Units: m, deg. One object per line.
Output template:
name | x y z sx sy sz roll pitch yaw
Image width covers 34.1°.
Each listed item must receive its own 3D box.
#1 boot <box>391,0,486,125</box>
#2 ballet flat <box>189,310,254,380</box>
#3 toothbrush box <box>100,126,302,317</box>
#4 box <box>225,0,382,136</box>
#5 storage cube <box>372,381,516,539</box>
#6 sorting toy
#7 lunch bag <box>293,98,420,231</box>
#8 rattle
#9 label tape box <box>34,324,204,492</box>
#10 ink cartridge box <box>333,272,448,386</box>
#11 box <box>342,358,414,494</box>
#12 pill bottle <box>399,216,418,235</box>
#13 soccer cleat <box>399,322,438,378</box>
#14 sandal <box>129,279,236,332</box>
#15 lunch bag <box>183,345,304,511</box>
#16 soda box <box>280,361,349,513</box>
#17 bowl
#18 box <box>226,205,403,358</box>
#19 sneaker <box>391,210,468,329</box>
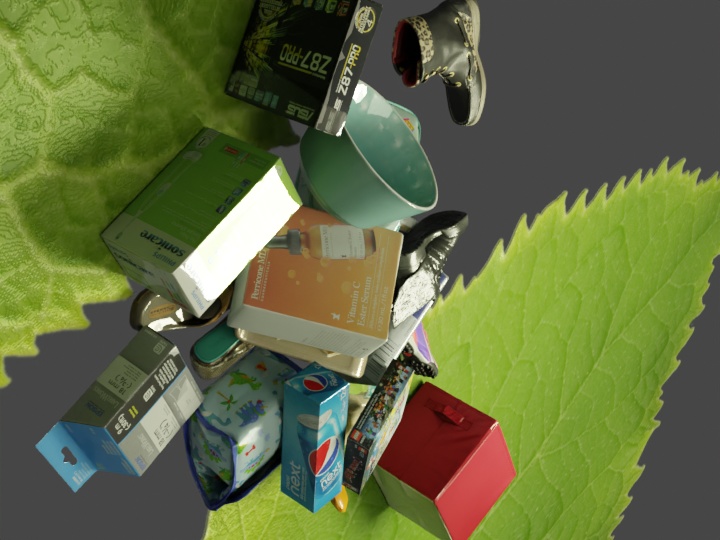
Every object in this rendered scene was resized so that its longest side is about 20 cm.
boot | 0.118 -0.301 1.747 0.150 0.072 0.203 -27 124 -42
ballet flat | -0.157 0.079 1.631 0.199 0.068 0.076 -41 158 -22
toothbrush box | -0.193 -0.063 1.432 0.200 0.144 0.087 -49 139 -23
box | -0.072 -0.266 1.426 0.049 0.199 0.164 12 101 -43
storage cube | 0.140 0.337 2.034 0.180 0.170 0.201 -48 140 -20
sorting toy | -0.060 0.031 1.612 0.197 0.036 0.188 20 75 -18
lunch bag | -0.008 -0.148 1.613 0.158 0.077 0.204 18 77 -21
rattle | 0.003 0.249 1.817 0.198 0.143 0.132 -29 129 -17
label tape box | -0.298 0.191 1.484 0.201 0.063 0.145 -50 152 -21
ink cartridge box | 0.032 0.082 1.789 0.043 0.199 0.198 38 75 -16
box | 0.022 0.230 1.704 0.138 0.037 0.201 -58 169 -26
pill bottle | 0.000 0.000 1.726 0.115 0.115 0.203 24 89 -53
soccer cleat | 0.089 0.117 1.946 0.200 0.067 0.074 51 50 -53
sandal | -0.212 0.038 1.536 0.198 0.054 0.083 -18 122 -46
lunch bag | -0.157 0.234 1.663 0.169 0.127 0.202 -37 152 -35
soda box | -0.064 0.231 1.611 0.064 0.067 0.203 -32 138 -41
bowl | -0.003 -0.135 1.488 0.104 0.203 0.200 -34 152 25
box | -0.060 0.011 1.536 0.197 0.106 0.155 14 70 -15
sneaker | 0.091 -0.004 1.682 0.199 0.059 0.106 -34 125 -42
